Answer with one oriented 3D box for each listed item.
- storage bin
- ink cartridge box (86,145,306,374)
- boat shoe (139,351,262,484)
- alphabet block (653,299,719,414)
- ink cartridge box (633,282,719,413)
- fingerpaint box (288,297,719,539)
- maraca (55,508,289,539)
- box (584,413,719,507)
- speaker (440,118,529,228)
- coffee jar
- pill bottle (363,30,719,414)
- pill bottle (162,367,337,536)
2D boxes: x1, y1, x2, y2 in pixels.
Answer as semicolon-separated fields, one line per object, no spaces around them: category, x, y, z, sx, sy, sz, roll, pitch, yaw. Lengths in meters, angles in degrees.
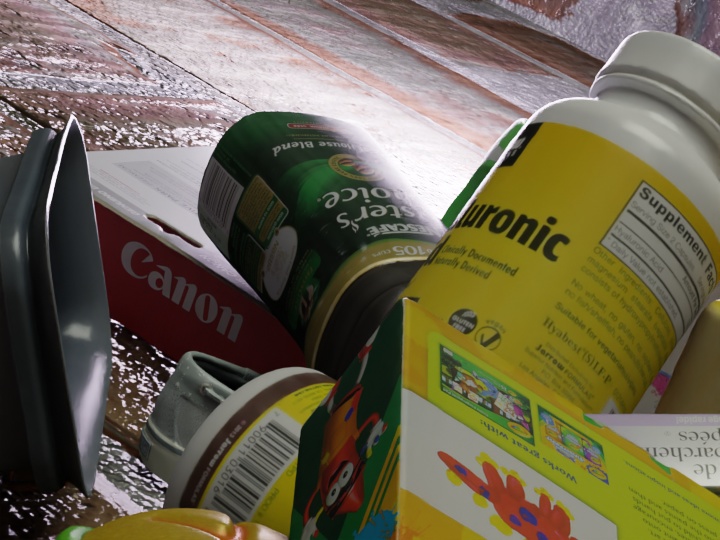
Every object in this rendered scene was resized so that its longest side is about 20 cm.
storage bin;-0.185;0.026;0.835;0.133;0.147;0.200;-7;19;-1
ink cartridge box;-0.078;0.008;1.093;0.199;0.085;0.175;31;20;28
boat shoe;-0.007;0.092;0.938;0.199;0.072;0.070;19;16;-15
alphabet block;0.230;0.152;0.830;0.195;0.202;0.195;10;20;-37
ink cartridge box;0.171;0.043;1.102;0.084;0.202;0.145;24;16;9
fingerpaint box;0.073;0.125;0.624;0.199;0.074;0.167;32;26;-16
maraca;-0.034;0.154;0.659;0.200;0.107;0.137;43;5;-37
box;0.088;0.081;0.719;0.198;0.042;0.039;-1;42;3
speaker;0.066;0.024;1.007;0.088;0.201;0.089;27;12;-7
coffee jar;0.000;0.000;0.944;0.103;0.086;0.200;5;28;-32
pill bottle;0.095;-0.003;0.826;0.111;0.201;0.111;33;-18;12
pill bottle;0.018;0.131;0.779;0.199;0.110;0.109;33;19;31
